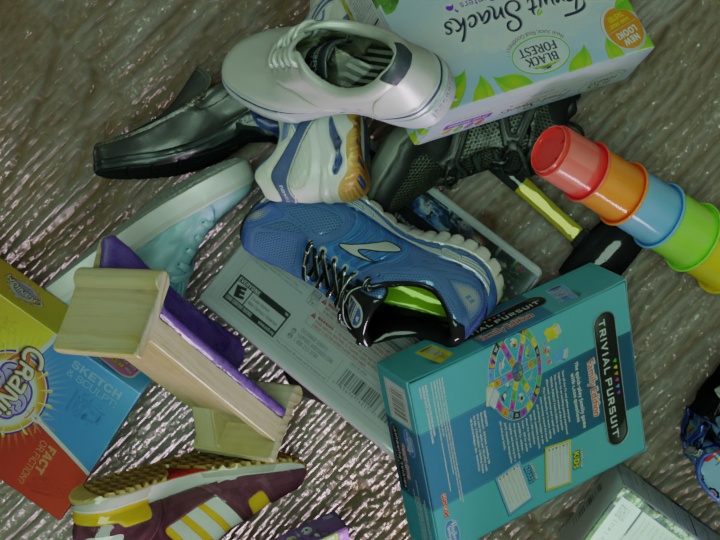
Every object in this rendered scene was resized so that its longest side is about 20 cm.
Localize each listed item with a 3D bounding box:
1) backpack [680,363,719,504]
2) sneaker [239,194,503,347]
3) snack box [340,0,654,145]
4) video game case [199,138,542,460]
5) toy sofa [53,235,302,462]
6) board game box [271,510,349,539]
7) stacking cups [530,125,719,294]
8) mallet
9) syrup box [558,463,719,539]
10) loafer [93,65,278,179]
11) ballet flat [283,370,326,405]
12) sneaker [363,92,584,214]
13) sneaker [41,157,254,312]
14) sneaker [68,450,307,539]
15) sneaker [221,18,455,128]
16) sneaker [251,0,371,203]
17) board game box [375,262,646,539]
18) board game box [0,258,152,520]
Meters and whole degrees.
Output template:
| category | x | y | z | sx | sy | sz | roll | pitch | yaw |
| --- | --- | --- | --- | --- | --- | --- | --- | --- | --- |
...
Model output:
| category | x | y | z | sx | sy | sz | roll | pitch | yaw |
| --- | --- | --- | --- | --- | --- | --- | --- | --- | --- |
| backpack | 0.335 | 0.145 | 1.223 | 0.182 | 0.200 | 0.135 | 40 | 97 | -3 |
| sneaker | 0.000 | 0.000 | 1.198 | 0.198 | 0.089 | 0.079 | 18 | 133 | 15 |
| snack box | 0.096 | -0.185 | 1.200 | 0.198 | 0.053 | 0.143 | -20 | 76 | -27 |
| video game case | 0.008 | 0.013 | 1.266 | 0.199 | 0.023 | 0.182 | 37 | 82 | 12 |
| toy sofa | -0.127 | 0.058 | 1.227 | 0.082 | 0.200 | 0.099 | 3 | 63 | 34 |
| board game box | -0.092 | 0.277 | 1.282 | 0.198 | 0.032 | 0.121 | -22 | 129 | -19 |
| stacking cups | 0.206 | -0.048 | 1.235 | 0.199 | 0.060 | 0.061 | 27 | 98 | -28 |
| mallet | 0.124 | -0.054 | 1.292 | 0.199 | 0.041 | 0.066 | 35 | 94 | 2 |
| syrup box | 0.259 | 0.245 | 1.297 | 0.199 | 0.081 | 0.079 | 36 | 99 | -2 |
| loafer | -0.116 | -0.122 | 1.280 | 0.198 | 0.073 | 0.073 | -17 | 86 | -6 |
| ballet flat | 0.033 | 0.102 | 1.293 | 0.197 | 0.068 | 0.069 | 16 | 84 | 0 |
| sneaker | 0.091 | -0.092 | 1.240 | 0.199 | 0.076 | 0.114 | -42 | 76 | -14 |
| sneaker | -0.152 | -0.010 | 1.295 | 0.199 | 0.074 | 0.082 | -34 | 102 | 15 |
| sneaker | -0.130 | 0.194 | 1.284 | 0.198 | 0.075 | 0.091 | -9 | 99 | -29 |
| sneaker | -0.027 | -0.144 | 1.126 | 0.198 | 0.071 | 0.074 | 8 | 70 | 39 |
| sneaker | -0.040 | -0.142 | 1.214 | 0.087 | 0.076 | 0.202 | -6 | 59 | 11 |
| board game box | 0.117 | 0.103 | 1.239 | 0.198 | 0.047 | 0.153 | -23 | 118 | -24 |
| board game box | -0.277 | 0.081 | 1.295 | 0.199 | 0.040 | 0.154 | 34 | 119 | -1 |
